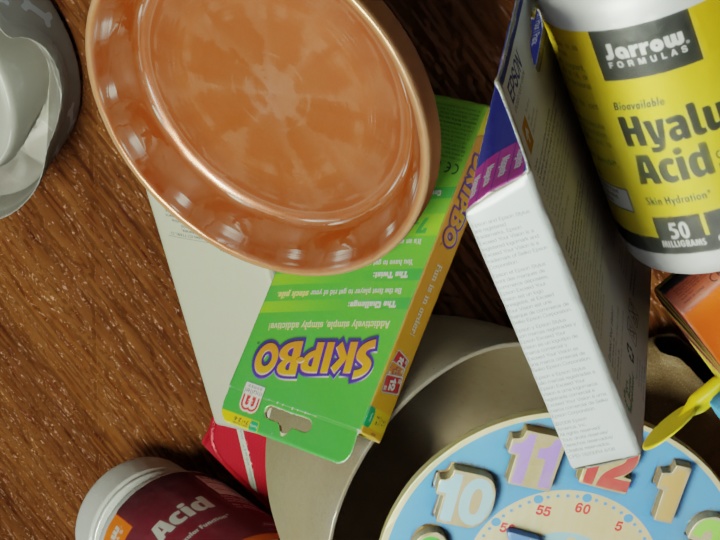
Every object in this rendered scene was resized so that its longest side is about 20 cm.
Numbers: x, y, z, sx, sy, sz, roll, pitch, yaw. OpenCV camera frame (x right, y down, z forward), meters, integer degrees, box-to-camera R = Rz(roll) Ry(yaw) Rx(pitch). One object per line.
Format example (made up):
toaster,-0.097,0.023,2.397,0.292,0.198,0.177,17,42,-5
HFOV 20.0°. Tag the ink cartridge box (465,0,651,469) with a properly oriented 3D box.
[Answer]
ink cartridge box,0.091,-0.042,0.971,0.043,0.197,0.201,-15,117,19

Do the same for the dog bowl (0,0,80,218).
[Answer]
dog bowl,-0.258,-0.129,1.251,0.199,0.059,0.201,19,133,21

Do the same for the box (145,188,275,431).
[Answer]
box,-0.061,0.002,1.210,0.082,0.068,0.201,10,130,30

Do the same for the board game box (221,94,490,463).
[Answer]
board game box,0.000,0.000,1.077,0.095,0.201,0.030,16,168,39

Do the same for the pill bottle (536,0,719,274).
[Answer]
pill bottle,0.144,-0.109,0.939,0.111,0.111,0.201,-3,122,37

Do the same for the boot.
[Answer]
boot,0.192,0.118,1.129,0.075,0.074,0.200,-32,116,14

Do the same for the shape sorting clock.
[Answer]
shape sorting clock,0.107,0.164,1.088,0.199,0.039,0.201,-1,109,-2

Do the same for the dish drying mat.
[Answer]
dish drying mat,-0.022,0.150,1.301,0.200,0.018,0.077,42,125,21

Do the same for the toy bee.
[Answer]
toy bee,0.202,0.063,1.041,0.109,0.130,0.201,-127,18,-67

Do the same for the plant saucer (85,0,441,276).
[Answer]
plant saucer,-0.048,-0.088,1.030,0.199,0.032,0.201,19,133,21

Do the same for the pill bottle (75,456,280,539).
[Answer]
pill bottle,-0.103,0.197,1.326,0.200,0.114,0.115,25,142,55

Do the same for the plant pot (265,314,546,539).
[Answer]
plant pot,0.023,0.106,1.168,0.134,0.200,0.201,33,143,45

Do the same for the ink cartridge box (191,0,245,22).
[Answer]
ink cartridge box,-0.128,-0.168,1.105,0.199,0.037,0.095,27,176,17
